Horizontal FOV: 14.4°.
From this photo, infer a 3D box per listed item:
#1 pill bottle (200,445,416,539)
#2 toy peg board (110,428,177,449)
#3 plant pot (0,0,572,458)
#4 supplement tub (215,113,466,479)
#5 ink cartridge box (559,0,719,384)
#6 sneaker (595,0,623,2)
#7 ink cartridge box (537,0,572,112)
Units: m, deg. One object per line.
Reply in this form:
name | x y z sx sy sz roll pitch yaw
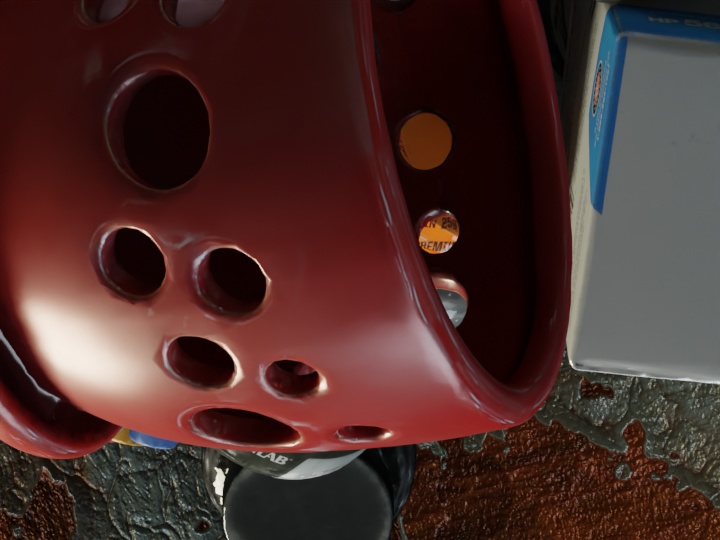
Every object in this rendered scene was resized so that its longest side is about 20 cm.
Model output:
pill bottle | -0.027 0.079 1.479 0.111 0.112 0.200 -15 -156 7
toy peg board | -0.179 0.049 1.453 0.199 0.098 0.199 8 -168 -23
plant pot | -0.045 -0.036 0.892 0.181 0.202 0.200 -11 178 18
supplement tub | 0.000 0.000 1.302 0.122 0.123 0.200 -12 157 -40
ink cartridge box | 0.133 -0.054 1.235 0.084 0.147 0.200 6 -161 -1
sneaker | 0.111 -0.130 1.101 0.115 0.076 0.200 -13 179 29
ink cartridge box | 0.089 -0.103 1.408 0.199 0.084 0.145 -14 176 6
